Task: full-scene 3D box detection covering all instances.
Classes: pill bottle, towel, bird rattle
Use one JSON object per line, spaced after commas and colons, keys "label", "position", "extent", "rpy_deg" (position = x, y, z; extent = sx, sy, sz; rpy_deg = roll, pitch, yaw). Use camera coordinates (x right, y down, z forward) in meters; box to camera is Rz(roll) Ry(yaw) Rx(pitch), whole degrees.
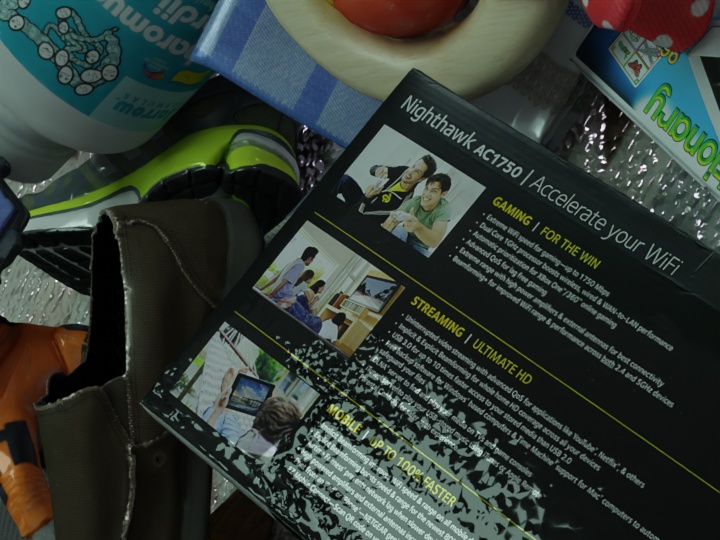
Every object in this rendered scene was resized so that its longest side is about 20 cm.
{"label": "pill bottle", "position": [-0.096, -0.125, 0.873], "extent": [0.200, 0.110, 0.111], "rpy_deg": [-43, 41, 27]}
{"label": "towel", "position": [0.040, -0.128, 0.771], "extent": [0.201, 0.146, 0.024], "rpy_deg": [-60, -2, 18]}
{"label": "bird rattle", "position": [0.031, -0.130, 0.722], "extent": [0.113, 0.200, 0.163], "rpy_deg": [-51, -5, -48]}

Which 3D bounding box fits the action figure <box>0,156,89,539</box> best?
{"label": "action figure", "position": [-0.175, 0.065, 0.875], "extent": [0.200, 0.193, 0.105], "rpy_deg": [-53, -7, -18]}

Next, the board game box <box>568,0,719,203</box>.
{"label": "board game box", "position": [0.156, -0.072, 0.671], "extent": [0.127, 0.034, 0.200], "rpy_deg": [-56, 36, 15]}

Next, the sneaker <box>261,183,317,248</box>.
{"label": "sneaker", "position": [0.000, 0.000, 0.804], "extent": [0.199, 0.077, 0.086], "rpy_deg": [-10, 59, 50]}

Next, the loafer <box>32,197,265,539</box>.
{"label": "loafer", "position": [-0.095, 0.065, 0.790], "extent": [0.073, 0.071, 0.201], "rpy_deg": [-1, 76, 62]}

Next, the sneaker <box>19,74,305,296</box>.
{"label": "sneaker", "position": [-0.094, -0.042, 0.965], "extent": [0.199, 0.074, 0.081], "rpy_deg": [-16, 49, 41]}

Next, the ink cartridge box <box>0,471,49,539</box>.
{"label": "ink cartridge box", "position": [-0.219, 0.176, 0.937], "extent": [0.176, 0.084, 0.200], "rpy_deg": [-49, 21, 27]}

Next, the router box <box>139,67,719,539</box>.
{"label": "router box", "position": [0.046, 0.043, 0.658], "extent": [0.200, 0.051, 0.149], "rpy_deg": [35, 83, 36]}

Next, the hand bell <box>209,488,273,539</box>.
{"label": "hand bell", "position": [-0.087, 0.172, 0.828], "extent": [0.104, 0.104, 0.201], "rpy_deg": [7, 66, 54]}
